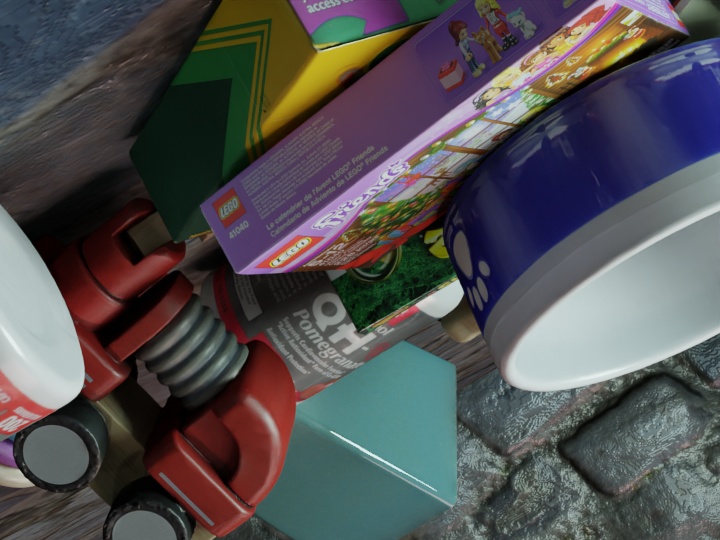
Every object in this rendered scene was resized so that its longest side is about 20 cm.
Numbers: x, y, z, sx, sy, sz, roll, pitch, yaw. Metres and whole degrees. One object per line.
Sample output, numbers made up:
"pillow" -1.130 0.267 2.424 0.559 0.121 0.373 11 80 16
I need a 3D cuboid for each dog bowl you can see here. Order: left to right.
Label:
"dog bowl" 0.143 -0.023 0.764 0.199 0.079 0.200 -21 158 -9

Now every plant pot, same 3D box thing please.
"plant pot" -0.042 0.118 1.263 0.199 0.142 0.141 31 131 -29

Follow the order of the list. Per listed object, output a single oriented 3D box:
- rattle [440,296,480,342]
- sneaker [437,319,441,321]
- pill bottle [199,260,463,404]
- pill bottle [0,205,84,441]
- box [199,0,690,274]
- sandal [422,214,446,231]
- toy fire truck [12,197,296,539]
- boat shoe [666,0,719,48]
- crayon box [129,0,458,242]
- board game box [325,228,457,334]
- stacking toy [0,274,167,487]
"rattle" 0.099 -0.049 1.248 0.200 0.142 0.130 -59 -178 -40
"sneaker" 0.051 0.004 1.287 0.199 0.083 0.071 -17 169 -46
"pill bottle" 0.000 0.000 1.053 0.199 0.111 0.111 -33 169 20
"pill bottle" -0.230 0.052 0.677 0.199 0.114 0.114 -30 170 4
"box" 0.041 -0.068 0.706 0.200 0.039 0.137 -36 166 22
"sandal" 0.073 -0.097 0.899 0.045 0.075 0.200 -18 157 -52
"toy fire truck" -0.087 0.027 0.828 0.200 0.176 0.129 -39 -165 19
"boat shoe" 0.126 -0.101 0.800 0.071 0.063 0.200 -9 146 -41
"crayon box" 0.011 -0.100 0.741 0.199 0.059 0.173 -22 168 -34
"board game box" 0.061 -0.055 0.967 0.199 0.105 0.023 -31 171 10
"stacking toy" -0.175 0.052 0.946 0.085 0.086 0.200 -18 161 -44
